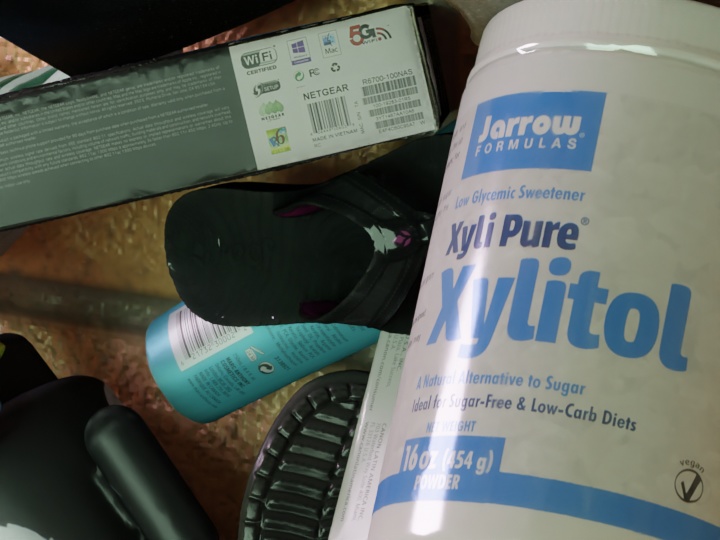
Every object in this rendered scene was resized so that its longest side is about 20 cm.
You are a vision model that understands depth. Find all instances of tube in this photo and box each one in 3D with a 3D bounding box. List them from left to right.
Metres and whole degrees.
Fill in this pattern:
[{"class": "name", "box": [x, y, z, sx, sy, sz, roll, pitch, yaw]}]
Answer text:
[{"class": "tube", "box": [0.000, 0.000, 1.121, 0.200, 0.050, 0.078, -29, 87, 28]}]

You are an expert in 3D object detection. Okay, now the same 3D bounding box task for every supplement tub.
[{"class": "supplement tub", "box": [0.083, 0.022, 0.909, 0.132, 0.132, 0.200, 1, 70, 31]}]

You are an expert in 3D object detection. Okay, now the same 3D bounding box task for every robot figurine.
[{"class": "robot figurine", "box": [-0.130, 0.127, 1.175, 0.125, 0.150, 0.200, -34, 79, -9]}]

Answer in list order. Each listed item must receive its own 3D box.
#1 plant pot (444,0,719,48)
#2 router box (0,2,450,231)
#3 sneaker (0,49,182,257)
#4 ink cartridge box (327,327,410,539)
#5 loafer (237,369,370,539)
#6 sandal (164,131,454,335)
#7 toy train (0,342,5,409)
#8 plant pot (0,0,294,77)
[{"class": "plant pot", "box": [0.125, -0.160, 0.932, 0.198, 0.200, 0.200, -14, 93, 39]}, {"class": "router box", "box": [-0.068, -0.058, 1.043, 0.200, 0.149, 0.051, -13, 94, 4]}, {"class": "sneaker", "box": [-0.171, -0.078, 1.186, 0.200, 0.074, 0.118, -38, 84, 33]}, {"class": "ink cartridge box", "box": [0.076, 0.090, 1.007, 0.200, 0.050, 0.161, 2, 71, 41]}, {"class": "loafer", "box": [-0.018, 0.141, 1.139, 0.073, 0.071, 0.200, 10, 86, 2]}, {"class": "sandal", "box": [-0.009, -0.005, 1.049, 0.200, 0.048, 0.075, -10, 98, 43]}, {"class": "toy train", "box": [-0.186, 0.009, 1.050, 0.116, 0.085, 0.200, 41, 149, 8]}, {"class": "plant pot", "box": [-0.069, -0.201, 1.020, 0.177, 0.200, 0.200, -8, 78, 18]}]
